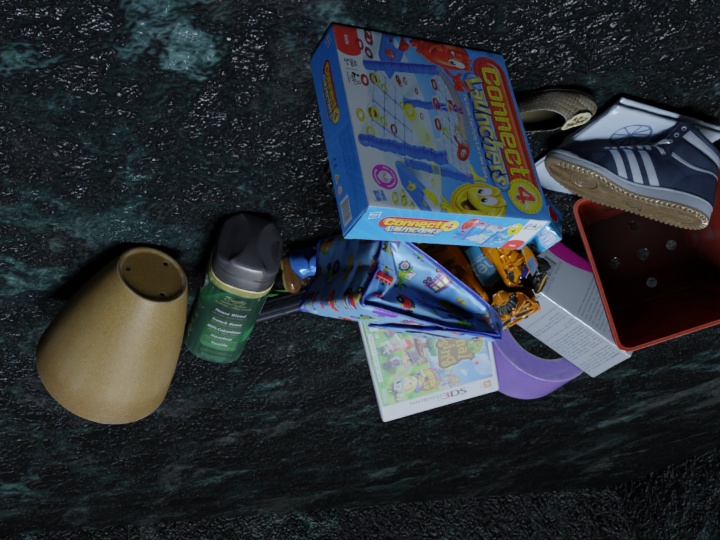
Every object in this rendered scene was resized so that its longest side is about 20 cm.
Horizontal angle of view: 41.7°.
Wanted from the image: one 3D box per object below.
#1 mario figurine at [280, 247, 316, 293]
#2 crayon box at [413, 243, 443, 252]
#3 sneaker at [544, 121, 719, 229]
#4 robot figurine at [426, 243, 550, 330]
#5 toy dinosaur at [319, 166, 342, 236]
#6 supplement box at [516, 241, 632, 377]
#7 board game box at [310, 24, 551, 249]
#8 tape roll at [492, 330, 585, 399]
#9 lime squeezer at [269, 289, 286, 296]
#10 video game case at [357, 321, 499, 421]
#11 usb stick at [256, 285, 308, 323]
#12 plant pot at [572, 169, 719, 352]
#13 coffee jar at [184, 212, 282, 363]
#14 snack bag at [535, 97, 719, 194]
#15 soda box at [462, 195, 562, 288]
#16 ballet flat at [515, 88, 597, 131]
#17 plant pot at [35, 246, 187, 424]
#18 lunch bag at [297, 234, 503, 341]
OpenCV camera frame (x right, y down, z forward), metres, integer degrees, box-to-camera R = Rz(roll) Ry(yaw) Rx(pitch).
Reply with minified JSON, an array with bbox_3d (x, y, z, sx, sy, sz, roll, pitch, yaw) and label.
[{"bbox_3d":[0.000,0.000,1.254,0.199,0.124,0.106,-11,136,14],"label":"mario figurine"},{"bbox_3d":[0.095,-0.073,1.067,0.127,0.051,0.200,-38,171,-4],"label":"crayon box"},{"bbox_3d":[0.325,-0.130,1.114,0.199,0.109,0.070,21,164,11],"label":"sneaker"},{"bbox_3d":[0.157,0.015,1.138,0.145,0.058,0.200,-31,143,9],"label":"robot figurine"},{"bbox_3d":[0.033,-0.085,1.116,0.135,0.102,0.201,-15,140,-34],"label":"toy dinosaur"},{"bbox_3d":[0.305,0.050,1.386,0.200,0.101,0.103,35,147,-3],"label":"supplement box"},{"bbox_3d":[0.064,-0.124,0.895,0.195,0.201,0.056,2,152,-27],"label":"board game box"},{"bbox_3d":[0.259,0.090,1.458,0.199,0.201,0.085,1,155,-24],"label":"tape roll"},{"bbox_3d":[-0.160,0.011,1.332,0.071,0.038,0.200,-43,155,-6],"label":"lime squeezer"},{"bbox_3d":[0.099,0.112,1.354,0.181,0.022,0.201,-15,118,-3],"label":"video game case"},{"bbox_3d":[-0.138,0.056,1.344,0.199,0.033,0.055,-16,-176,22],"label":"usb stick"},{"bbox_3d":[0.394,-0.021,1.258,0.199,0.201,0.176,-18,178,5],"label":"plant pot"},{"bbox_3d":[-0.163,0.024,1.214,0.085,0.105,0.200,16,136,-12],"label":"coffee jar"},{"bbox_3d":[0.317,-0.143,1.180,0.188,0.022,0.200,6,155,-31],"label":"snack bag"},{"bbox_3d":[0.163,-0.024,1.223,0.200,0.068,0.064,-36,107,28],"label":"soda box"},{"bbox_3d":[0.168,-0.165,1.036,0.199,0.047,0.067,-3,156,-15],"label":"ballet flat"},{"bbox_3d":[-0.306,0.067,1.240,0.186,0.187,0.200,6,136,-33],"label":"plant pot"},{"bbox_3d":[0.057,0.034,1.067,0.199,0.095,0.150,24,164,-26],"label":"lunch bag"}]
